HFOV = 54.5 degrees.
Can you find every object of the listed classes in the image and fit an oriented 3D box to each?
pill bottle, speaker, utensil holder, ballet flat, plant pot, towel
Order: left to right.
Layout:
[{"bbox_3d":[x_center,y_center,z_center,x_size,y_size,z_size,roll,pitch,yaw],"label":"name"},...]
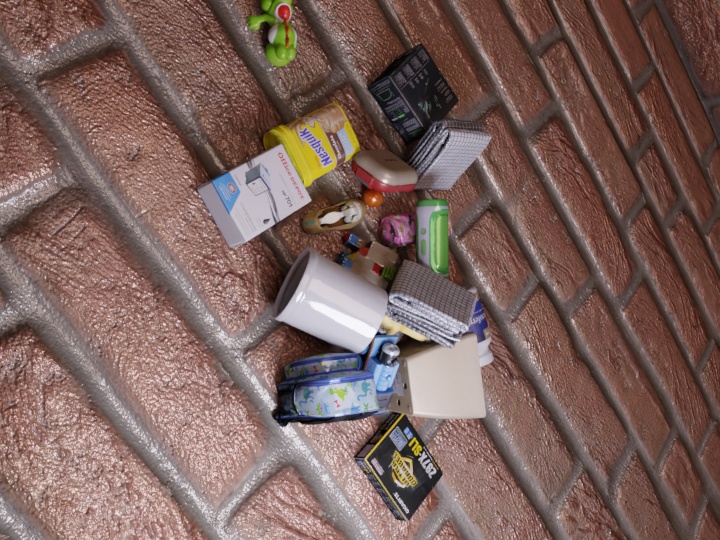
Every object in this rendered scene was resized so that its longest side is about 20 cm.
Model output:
[{"bbox_3d":[-0.064,0.070,1.514,0.199,0.170,0.171,28,65,-15],"label":"utensil holder"},{"bbox_3d":[-0.046,-0.127,1.655,0.199,0.063,0.069,-24,97,-38],"label":"ballet flat"},{"bbox_3d":[0.160,0.258,1.674,0.176,0.200,0.201,-7,89,-25],"label":"plant pot"},{"bbox_3d":[0.160,0.077,1.608,0.199,0.086,0.166,26,32,1],"label":"towel"},{"bbox_3d":[0.175,-0.071,1.706,0.088,0.088,0.201,-3,94,-37],"label":"speaker"},{"bbox_3d":[0.217,-0.301,1.804,0.165,0.200,0.086,-7,57,-42],"label":"towel"},{"bbox_3d":[0.274,0.149,1.819,0.115,0.115,0.201,-21,96,-38],"label":"pill bottle"}]

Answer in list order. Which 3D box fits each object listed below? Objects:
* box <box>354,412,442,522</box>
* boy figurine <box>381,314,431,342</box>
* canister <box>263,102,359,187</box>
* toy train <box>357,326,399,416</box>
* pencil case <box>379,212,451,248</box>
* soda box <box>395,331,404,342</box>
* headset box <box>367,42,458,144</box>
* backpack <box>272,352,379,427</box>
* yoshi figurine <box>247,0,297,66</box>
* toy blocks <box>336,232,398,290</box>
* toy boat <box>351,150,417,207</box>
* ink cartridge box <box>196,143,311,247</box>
[{"bbox_3d":[0.095,0.468,1.671,0.160,0.049,0.201,-43,108,-36],"label":"box"},{"bbox_3d":[0.124,0.121,1.652,0.199,0.065,0.125,-6,52,-36],"label":"boy figurine"},{"bbox_3d":[-0.109,-0.291,1.622,0.200,0.086,0.149,-36,105,-37],"label":"canister"},{"bbox_3d":[0.031,0.229,1.584,0.086,0.114,0.201,2,116,-40],"label":"toy train"},{"bbox_3d":[0.143,-0.106,1.784,0.199,0.083,0.087,-11,98,-39],"label":"pencil case"},{"bbox_3d":[0.103,0.092,1.731,0.068,0.064,0.200,52,57,-18],"label":"soda box"},{"bbox_3d":[0.145,-0.458,1.838,0.200,0.093,0.174,51,56,-19],"label":"headset box"},{"bbox_3d":[-0.067,0.251,1.488,0.182,0.200,0.148,-2,83,-37],"label":"backpack"},{"bbox_3d":[-0.195,-0.557,1.614,0.112,0.112,0.201,52,26,-68],"label":"yoshi figurine"},{"bbox_3d":[0.000,0.000,1.662,0.136,0.100,0.201,29,65,-18],"label":"toy blocks"},{"bbox_3d":[0.050,-0.215,1.716,0.130,0.131,0.200,40,27,21],"label":"toy boat"},{"bbox_3d":[-0.227,-0.164,1.511,0.200,0.086,0.147,-37,105,-34],"label":"ink cartridge box"}]
